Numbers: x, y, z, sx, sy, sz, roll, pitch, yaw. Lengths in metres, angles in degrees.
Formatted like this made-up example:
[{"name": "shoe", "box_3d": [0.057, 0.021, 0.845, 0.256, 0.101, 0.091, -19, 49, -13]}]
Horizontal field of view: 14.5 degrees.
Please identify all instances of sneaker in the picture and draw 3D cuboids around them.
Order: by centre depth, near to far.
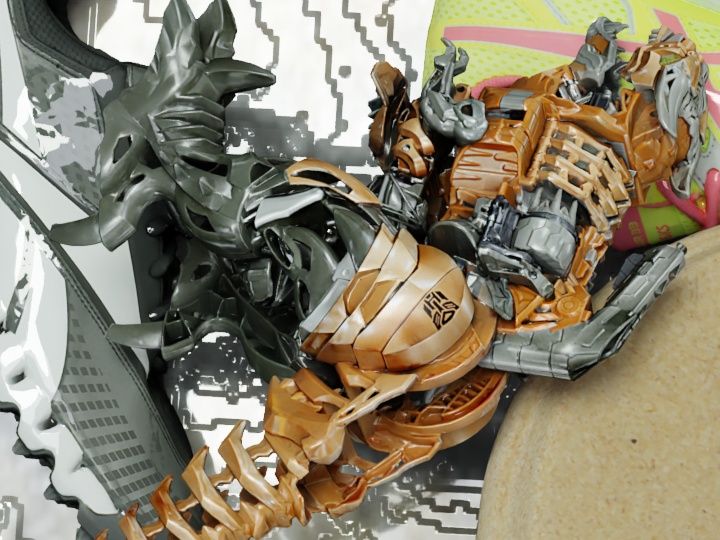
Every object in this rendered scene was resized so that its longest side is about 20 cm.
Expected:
[{"name": "sneaker", "box_3d": [0.105, -0.039, 0.779, 0.199, 0.078, 0.091, 24, 86, 16]}, {"name": "sneaker", "box_3d": [-0.074, -0.014, 0.786, 0.090, 0.066, 0.201, -26, 81, 2]}]

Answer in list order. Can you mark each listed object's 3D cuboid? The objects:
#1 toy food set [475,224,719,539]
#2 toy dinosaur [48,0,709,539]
[{"name": "toy food set", "box_3d": [0.126, 0.080, 0.708, 0.196, 0.049, 0.201, -2, 68, -3]}, {"name": "toy dinosaur", "box_3d": [0.000, 0.000, 0.703, 0.135, 0.103, 0.200, 29, 43, 33]}]
